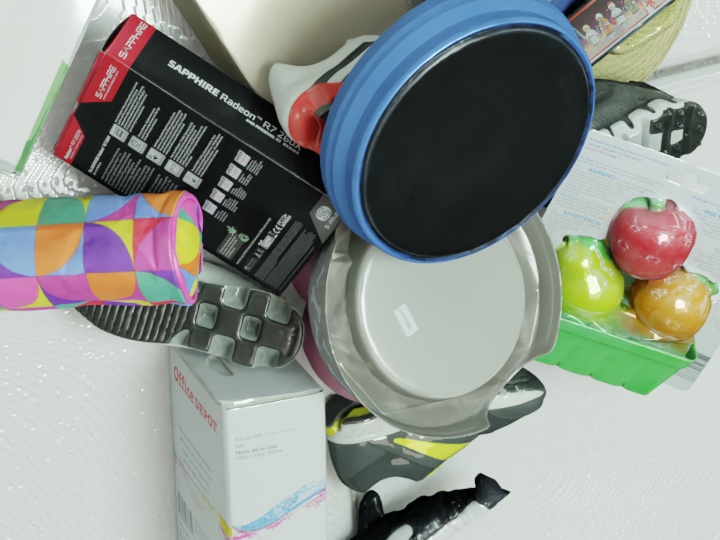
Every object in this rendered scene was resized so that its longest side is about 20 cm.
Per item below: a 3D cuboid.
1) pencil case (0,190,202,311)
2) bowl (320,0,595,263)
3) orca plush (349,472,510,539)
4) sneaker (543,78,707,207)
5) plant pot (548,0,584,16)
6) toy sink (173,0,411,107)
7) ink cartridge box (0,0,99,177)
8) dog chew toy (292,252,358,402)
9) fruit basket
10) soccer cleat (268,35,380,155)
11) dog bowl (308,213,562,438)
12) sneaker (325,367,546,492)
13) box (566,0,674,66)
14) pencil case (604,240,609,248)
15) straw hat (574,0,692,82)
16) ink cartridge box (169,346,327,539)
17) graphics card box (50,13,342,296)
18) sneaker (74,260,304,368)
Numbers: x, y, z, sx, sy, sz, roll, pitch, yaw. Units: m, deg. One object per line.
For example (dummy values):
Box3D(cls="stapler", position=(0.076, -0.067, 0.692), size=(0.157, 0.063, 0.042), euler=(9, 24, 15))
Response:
Box3D(cls="pencil case", position=(-0.207, -0.012, 1.036), size=(0.198, 0.088, 0.089), euler=(-2, 112, 11))
Box3D(cls="bowl", position=(0.070, -0.091, 0.985), size=(0.199, 0.039, 0.202), euler=(-20, 135, -21))
Box3D(cls="orca plush", position=(0.026, 0.218, 1.263), size=(0.200, 0.105, 0.071), euler=(-38, 85, 27))
Box3D(cls="sneaker", position=(0.172, -0.107, 1.185), size=(0.199, 0.091, 0.067), euler=(-18, 129, -21))
Box3D(cls="plant pot", position=(0.112, -0.295, 1.066), size=(0.200, 0.200, 0.180), euler=(-40, 124, -7))
Box3D(cls="toy sink", position=(-0.063, -0.209, 1.062), size=(0.130, 0.112, 0.201), euler=(-38, 118, -6))
Box3D(cls="ink cartridge box", position=(-0.239, -0.160, 0.951), size=(0.083, 0.200, 0.147), euler=(22, 97, -25))
Box3D(cls="dog chew toy", position=(0.000, 0.000, 1.160), size=(0.124, 0.124, 0.201), euler=(-23, 108, -15))
Box3D(cls="fruit basket", position=(0.217, -0.006, 1.157), size=(0.184, 0.094, 0.201), euler=(17, 121, -9))
Box3D(cls="soccer cleat", position=(0.032, -0.134, 1.018), size=(0.199, 0.085, 0.069), euler=(-18, 135, -19))
Box3D(cls="dog bowl", position=(0.051, 0.021, 1.092), size=(0.199, 0.059, 0.202), euler=(0, 89, -27))
Box3D(cls="sneaker", position=(0.062, 0.130, 1.264), size=(0.198, 0.075, 0.085), euler=(-10, 118, -11))
Box3D(cls="box", position=(0.176, -0.180, 1.090), size=(0.200, 0.137, 0.040), euler=(-38, 91, 36))
Box3D(cls="pencil case", position=(0.231, -0.004, 1.270), size=(0.088, 0.088, 0.201), euler=(-23, 114, -15))
Box3D(cls="straw hat", position=(0.212, -0.220, 1.194), size=(0.200, 0.085, 0.203), euler=(-8, 111, -22))
Box3D(cls="ink cartridge box", position=(-0.088, 0.162, 1.158), size=(0.087, 0.145, 0.202), euler=(-10, 111, -21))
Box3D(cls="graphics card box", position=(-0.107, -0.078, 1.048), size=(0.199, 0.126, 0.051), euler=(33, 48, -7))
Box3D(cls="sneaker", position=(-0.139, 0.022, 1.134), size=(0.199, 0.089, 0.075), euler=(22, 95, -3))
